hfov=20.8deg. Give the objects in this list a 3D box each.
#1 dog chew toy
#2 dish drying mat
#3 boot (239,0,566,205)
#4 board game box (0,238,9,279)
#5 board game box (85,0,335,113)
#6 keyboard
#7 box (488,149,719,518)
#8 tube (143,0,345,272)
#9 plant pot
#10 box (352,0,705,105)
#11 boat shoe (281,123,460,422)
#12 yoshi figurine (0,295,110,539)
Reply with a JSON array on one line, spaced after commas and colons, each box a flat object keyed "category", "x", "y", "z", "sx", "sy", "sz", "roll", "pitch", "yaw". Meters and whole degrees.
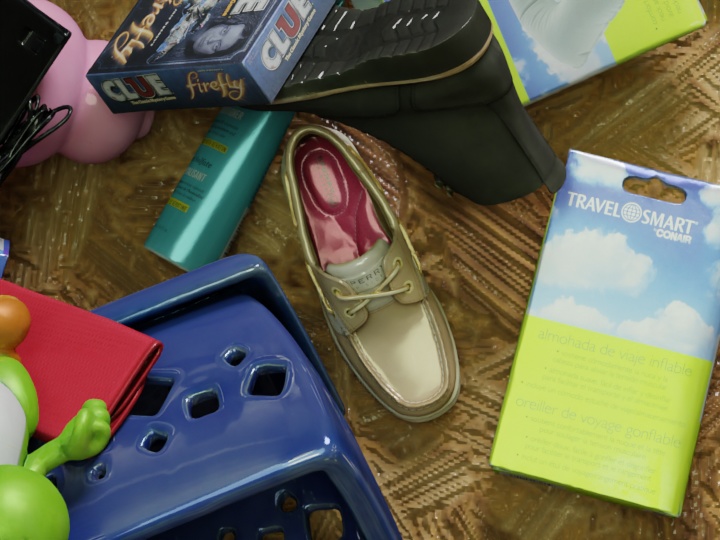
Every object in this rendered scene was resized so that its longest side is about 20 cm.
[{"category": "dog chew toy", "x": -0.225, "y": -0.122, "z": 1.227, "sx": 0.198, "sy": 0.124, "sz": 0.126, "roll": 13, "pitch": 82, "yaw": -21}, {"category": "dish drying mat", "x": -0.199, "y": 0.046, "z": 1.103, "sx": 0.199, "sy": 0.018, "sz": 0.077, "roll": 18, "pitch": 65, "yaw": 36}, {"category": "boot", "x": 0.013, "y": -0.087, "z": 1.172, "sx": 0.199, "sy": 0.139, "sz": 0.078, "roll": 1, "pitch": 49, "yaw": 41}, {"category": "board game box", "x": -0.309, "y": 0.060, "z": 1.206, "sx": 0.133, "sy": 0.045, "sz": 0.202, "roll": 18, "pitch": 100, "yaw": -13}, {"category": "board game box", "x": -0.066, "y": -0.181, "z": 1.195, "sx": 0.135, "sy": 0.035, "sz": 0.201, "roll": 0, "pitch": 49, "yaw": 40}, {"category": "keyboard", "x": -0.249, "y": -0.073, "z": 1.154, "sx": 0.104, "sy": 0.040, "sz": 0.201, "roll": 36, "pitch": 86, "yaw": -26}, {"category": "box", "x": 0.159, "y": 0.039, "z": 1.201, "sx": 0.121, "sy": 0.048, "sz": 0.202, "roll": 14, "pitch": 83, "yaw": 8}, {"category": "tube", "x": -0.069, "y": -0.091, "z": 1.244, "sx": 0.050, "sy": 0.077, "sz": 0.201, "roll": 30, "pitch": 86, "yaw": -34}, {"category": "plant pot", "x": -0.094, "y": 0.117, "z": 1.135, "sx": 0.198, "sy": 0.201, "sz": 0.181, "roll": -22, "pitch": 51, "yaw": 4}, {"category": "box", "x": 0.097, "y": -0.166, "z": 1.204, "sx": 0.199, "sy": 0.048, "sz": 0.123, "roll": -23, "pitch": 93, "yaw": 13}, {"category": "boat shoe", "x": 0.000, "y": 0.000, "z": 1.215, "sx": 0.073, "sy": 0.069, "sz": 0.201, "roll": -28, "pitch": 79, "yaw": 2}, {"category": "yoshi figurine", "x": -0.187, "y": 0.093, "z": 0.987, "sx": 0.112, "sy": 0.112, "sz": 0.201, "roll": -27, "pitch": 56, "yaw": 8}]
